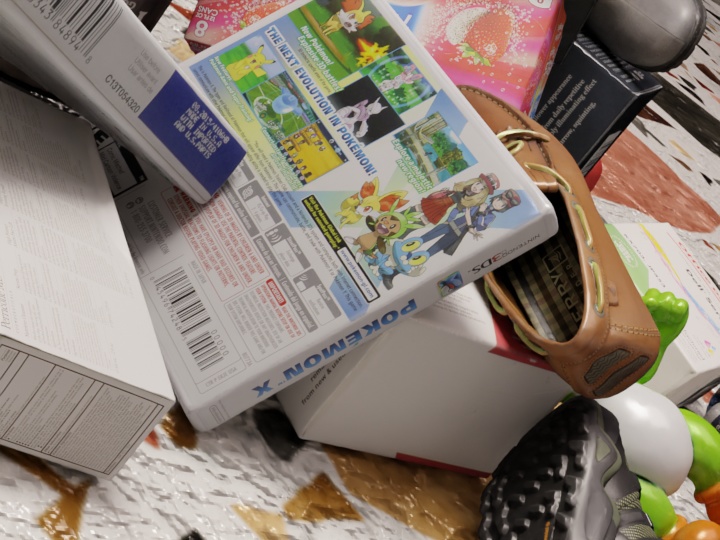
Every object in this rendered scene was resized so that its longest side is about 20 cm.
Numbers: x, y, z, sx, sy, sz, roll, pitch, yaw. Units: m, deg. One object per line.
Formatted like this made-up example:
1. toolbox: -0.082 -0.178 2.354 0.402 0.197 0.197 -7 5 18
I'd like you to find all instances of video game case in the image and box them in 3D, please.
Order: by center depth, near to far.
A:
1. video game case: -0.035 -0.042 0.740 0.200 0.182 0.022 57 -7 39

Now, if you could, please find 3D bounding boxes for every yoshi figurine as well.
1. yoshi figurine: 0.139 0.064 0.849 0.200 0.112 0.112 48 15 8

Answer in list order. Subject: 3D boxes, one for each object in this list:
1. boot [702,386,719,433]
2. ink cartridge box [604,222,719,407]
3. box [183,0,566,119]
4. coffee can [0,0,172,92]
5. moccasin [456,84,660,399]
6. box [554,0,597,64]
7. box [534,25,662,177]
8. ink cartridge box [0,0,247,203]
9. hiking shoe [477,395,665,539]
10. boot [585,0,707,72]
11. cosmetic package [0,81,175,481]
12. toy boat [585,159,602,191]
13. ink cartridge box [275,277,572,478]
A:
1. boot: 0.259 0.127 1.019 0.095 0.074 0.200 34 12 5
2. ink cartridge box: 0.195 0.031 1.052 0.117 0.067 0.200 56 24 14
3. box: 0.011 -0.137 0.922 0.200 0.100 0.095 19 -6 9
4. coffee can: -0.143 -0.216 0.858 0.146 0.200 0.146 32 22 -15
5. moccasin: 0.075 -0.024 0.785 0.078 0.074 0.202 34 28 -45
6. box: 0.064 -0.233 0.959 0.196 0.124 0.200 21 -6 2
7. box: 0.092 -0.139 1.161 0.200 0.149 0.107 42 21 8
8. ink cartridge box: -0.162 -0.129 0.692 0.200 0.043 0.196 36 -6 29
9. hiking shoe: 0.113 0.146 0.731 0.101 0.076 0.200 39 32 -22
10. boot: 0.140 -0.210 1.101 0.131 0.070 0.200 16 20 -40
11. cosmetic package: -0.141 -0.008 0.646 0.082 0.051 0.200 28 23 -35
12. toy boat: 0.143 -0.157 1.303 0.130 0.131 0.200 23 26 -36
13. ink cartridge box: 0.000 0.000 0.815 0.147 0.083 0.200 19 28 -44
